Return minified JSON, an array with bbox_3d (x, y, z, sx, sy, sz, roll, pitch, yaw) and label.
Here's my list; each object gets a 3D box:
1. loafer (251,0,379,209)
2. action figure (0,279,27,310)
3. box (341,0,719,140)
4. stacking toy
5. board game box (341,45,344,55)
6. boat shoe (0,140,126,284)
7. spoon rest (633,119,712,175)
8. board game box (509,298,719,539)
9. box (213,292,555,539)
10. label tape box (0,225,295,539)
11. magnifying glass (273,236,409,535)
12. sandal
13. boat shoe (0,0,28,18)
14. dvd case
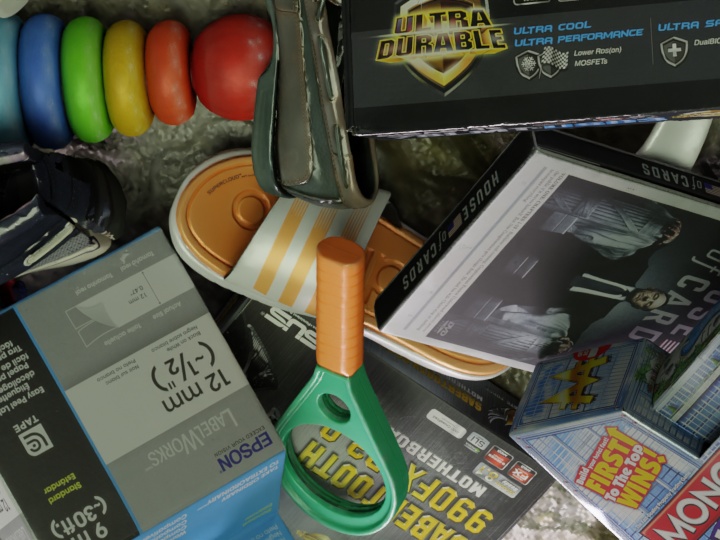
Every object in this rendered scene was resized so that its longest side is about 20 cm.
[{"bbox_3d":[-0.010,-0.127,1.297,0.063,0.072,0.201,19,117,31],"label":"loafer"},{"bbox_3d":[-0.251,0.056,1.440,0.192,0.105,0.201,-1,118,20],"label":"action figure"},{"bbox_3d":[0.088,-0.163,1.164,0.199,0.050,0.200,-2,89,23],"label":"box"},{"bbox_3d":[-0.133,-0.098,1.351,0.199,0.086,0.086,-4,121,2],"label":"stacking toy"},{"bbox_3d":[0.103,-0.135,1.256,0.199,0.134,0.034,-24,88,21],"label":"board game box"},{"bbox_3d":[-0.225,-0.017,1.334,0.199,0.093,0.075,-22,75,14],"label":"boat shoe"},{"bbox_3d":[0.127,-0.040,1.347,0.099,0.061,0.201,14,122,-23],"label":"spoon rest"},{"bbox_3d":[0.188,0.088,1.328,0.199,0.062,0.200,32,131,-5],"label":"board game box"},{"bbox_3d":[-0.013,0.099,1.463,0.200,0.048,0.158,34,119,-13],"label":"box"},{"bbox_3d":[-0.119,0.099,1.359,0.201,0.143,0.066,59,155,4],"label":"label tape box"},{"bbox_3d":[-0.011,0.063,1.369,0.079,0.022,0.201,22,136,20],"label":"magnifying glass"},{"bbox_3d":[0.003,-0.007,1.375,0.206,0.080,0.059,24,165,-15],"label":"sandal"},{"bbox_3d":[-0.184,-0.221,1.285,0.068,0.072,0.201,20,131,20],"label":"boat shoe"},{"bbox_3d":[0.128,0.003,1.346,0.199,0.025,0.150,15,134,-27],"label":"dvd case"}]
